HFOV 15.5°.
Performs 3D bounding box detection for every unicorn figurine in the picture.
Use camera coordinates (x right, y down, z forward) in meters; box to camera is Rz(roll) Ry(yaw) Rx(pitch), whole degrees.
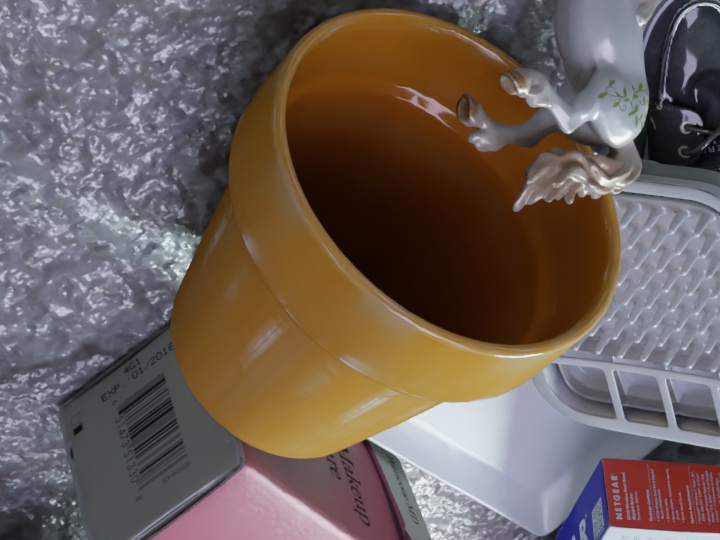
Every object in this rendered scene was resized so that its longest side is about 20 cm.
[{"bbox_3d":[0.118,-0.132,1.310,0.137,0.074,0.200,1,106,-31],"label":"unicorn figurine"}]

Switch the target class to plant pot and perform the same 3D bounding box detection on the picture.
[{"bbox_3d":[0.000,0.000,1.345,0.200,0.200,0.183,13,142,-29],"label":"plant pot"}]

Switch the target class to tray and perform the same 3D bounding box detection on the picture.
[{"bbox_3d":[0.083,0.086,1.560,0.107,0.022,0.200,-40,132,20],"label":"tray"}]

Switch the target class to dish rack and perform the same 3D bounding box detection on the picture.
[{"bbox_3d":[0.159,0.011,1.440,0.171,0.044,0.200,9,138,33],"label":"dish rack"}]

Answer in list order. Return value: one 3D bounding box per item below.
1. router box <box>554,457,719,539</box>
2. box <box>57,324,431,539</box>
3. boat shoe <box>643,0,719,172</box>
[{"bbox_3d":[0.208,0.191,1.635,0.179,0.049,0.200,4,145,-11],"label":"router box"},{"bbox_3d":[-0.058,0.135,1.481,0.109,0.128,0.200,-37,134,15],"label":"box"},{"bbox_3d":[0.181,-0.072,1.411,0.070,0.066,0.200,-10,135,-10],"label":"boat shoe"}]
